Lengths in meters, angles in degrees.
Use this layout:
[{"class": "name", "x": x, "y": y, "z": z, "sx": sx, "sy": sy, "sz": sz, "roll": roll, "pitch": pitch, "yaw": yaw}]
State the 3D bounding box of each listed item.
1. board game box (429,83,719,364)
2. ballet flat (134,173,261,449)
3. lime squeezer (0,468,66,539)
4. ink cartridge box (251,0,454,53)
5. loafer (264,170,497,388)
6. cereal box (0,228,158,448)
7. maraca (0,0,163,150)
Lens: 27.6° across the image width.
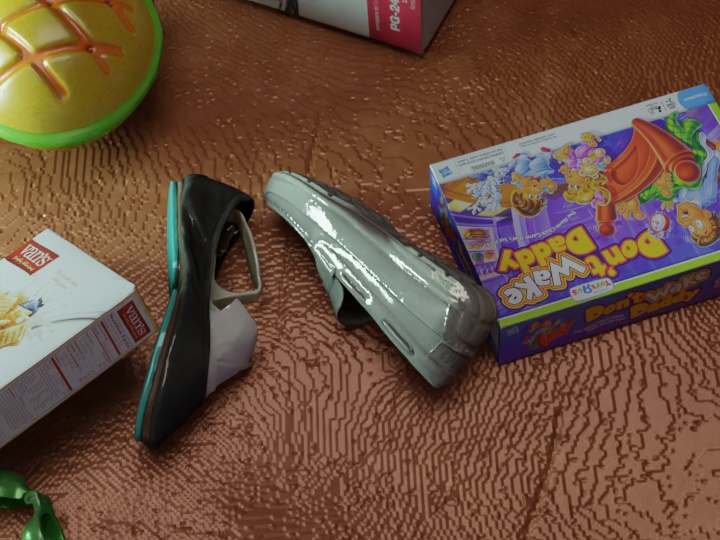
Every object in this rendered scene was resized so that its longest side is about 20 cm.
[{"class": "board game box", "x": 0.159, "y": -0.033, "z": 0.951, "sx": 0.198, "sy": 0.045, "sz": 0.135, "roll": -17, "pitch": 57, "yaw": -7}, {"class": "ballet flat", "x": -0.097, "y": 0.021, "z": 0.924, "sx": 0.068, "sy": 0.068, "sz": 0.202, "roll": 7, "pitch": 56, "yaw": -6}, {"class": "lime squeezer", "x": -0.204, "y": 0.159, "z": 0.854, "sx": 0.199, "sy": 0.038, "sz": 0.071, "roll": 28, "pitch": 62, "yaw": 20}, {"class": "ink cartridge box", "x": -0.014, "y": -0.265, "z": 1.097, "sx": 0.198, "sy": 0.084, "sz": 0.146, "roll": 20, "pitch": 60, "yaw": 16}, {"class": "loafer", "x": 0.000, "y": 0.000, "z": 0.927, "sx": 0.200, "sy": 0.070, "sz": 0.070, "roll": 38, "pitch": 101, "yaw": 40}, {"class": "cereal box", "x": -0.236, "y": 0.059, "z": 0.888, "sx": 0.199, "sy": 0.040, "sz": 0.143, "roll": -38, "pitch": 33, "yaw": -19}, {"class": "maraca", "x": -0.202, "y": -0.167, "z": 1.030, "sx": 0.136, "sy": 0.107, "sz": 0.201, "roll": 13, "pitch": 57, "yaw": 4}]
